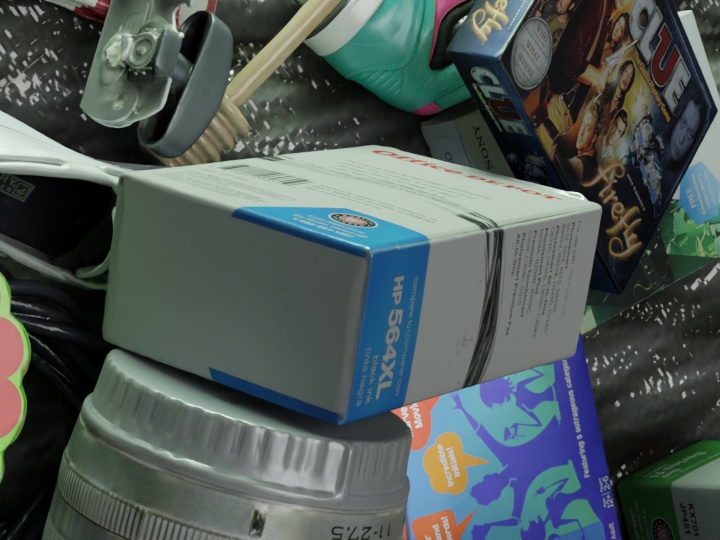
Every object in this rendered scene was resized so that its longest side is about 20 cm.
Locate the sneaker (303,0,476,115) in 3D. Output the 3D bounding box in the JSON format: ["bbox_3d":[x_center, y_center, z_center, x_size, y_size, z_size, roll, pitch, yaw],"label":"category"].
[{"bbox_3d":[0.066,-0.160,1.227,0.121,0.084,0.200,44,71,-20],"label":"sneaker"}]

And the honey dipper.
[{"bbox_3d":[-0.030,-0.121,1.142,0.200,0.038,0.038,-46,114,-7],"label":"honey dipper"}]

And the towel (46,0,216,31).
[{"bbox_3d":[-0.150,-0.202,1.112,0.199,0.023,0.145,16,75,-36],"label":"towel"}]

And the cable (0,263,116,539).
[{"bbox_3d":[-0.194,0.071,1.041,0.200,0.051,0.164,36,67,-30],"label":"cable"}]

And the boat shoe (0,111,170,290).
[{"bbox_3d":[-0.125,-0.017,1.073,0.199,0.065,0.074,16,113,-34],"label":"boat shoe"}]

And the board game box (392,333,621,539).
[{"bbox_3d":[0.032,0.096,1.189,0.199,0.045,0.153,-15,96,-25],"label":"board game box"}]

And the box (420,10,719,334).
[{"bbox_3d":[0.137,-0.051,1.303,0.200,0.036,0.145,-27,102,-33],"label":"box"}]

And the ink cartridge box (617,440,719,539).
[{"bbox_3d":[0.252,0.176,1.269,0.083,0.200,0.147,-18,97,-36],"label":"ink cartridge box"}]

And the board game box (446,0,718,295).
[{"bbox_3d":[0.124,-0.100,1.210,0.136,0.035,0.200,-60,141,-23],"label":"board game box"}]

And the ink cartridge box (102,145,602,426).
[{"bbox_3d":[0.000,0.000,1.065,0.200,0.146,0.085,-10,112,-53],"label":"ink cartridge box"}]

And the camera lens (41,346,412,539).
[{"bbox_3d":[-0.070,0.150,1.034,0.159,0.160,0.201,9,99,-35],"label":"camera lens"}]

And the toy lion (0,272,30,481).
[{"bbox_3d":[-0.245,0.059,0.964,0.191,0.069,0.200,35,78,-22],"label":"toy lion"}]

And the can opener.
[{"bbox_3d":[-0.085,-0.153,1.116,0.067,0.053,0.201,37,61,-47],"label":"can opener"}]
